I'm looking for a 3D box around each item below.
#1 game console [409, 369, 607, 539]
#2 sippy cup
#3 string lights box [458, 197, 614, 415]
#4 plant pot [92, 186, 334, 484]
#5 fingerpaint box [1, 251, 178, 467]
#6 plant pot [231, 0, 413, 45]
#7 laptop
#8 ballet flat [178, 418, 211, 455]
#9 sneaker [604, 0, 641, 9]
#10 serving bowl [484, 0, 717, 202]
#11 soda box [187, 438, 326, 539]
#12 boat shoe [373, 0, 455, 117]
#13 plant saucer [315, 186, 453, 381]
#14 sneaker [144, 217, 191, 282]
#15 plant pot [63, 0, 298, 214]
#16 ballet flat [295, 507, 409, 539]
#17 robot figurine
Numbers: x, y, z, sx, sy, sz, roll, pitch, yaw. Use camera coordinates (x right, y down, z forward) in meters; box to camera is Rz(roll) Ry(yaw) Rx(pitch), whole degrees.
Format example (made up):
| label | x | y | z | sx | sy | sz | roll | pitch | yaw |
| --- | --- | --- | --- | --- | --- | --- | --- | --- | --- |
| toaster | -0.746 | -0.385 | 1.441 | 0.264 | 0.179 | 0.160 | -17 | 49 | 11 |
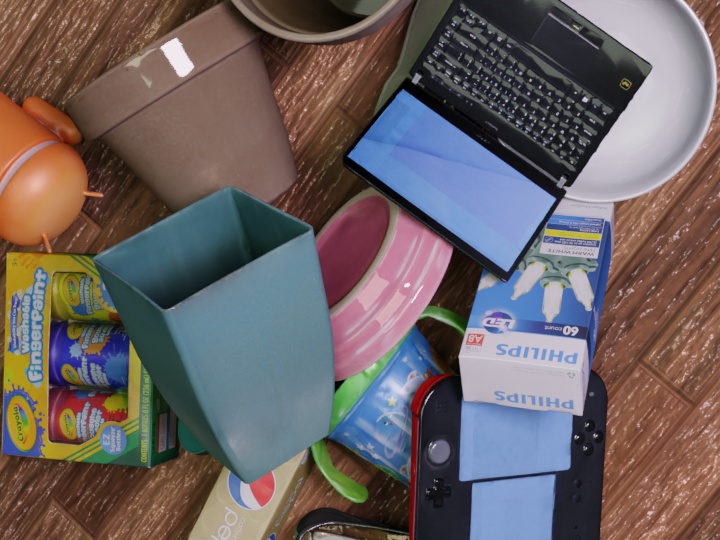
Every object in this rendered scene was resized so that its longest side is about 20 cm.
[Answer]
| label | x | y | z | sx | sy | sz | roll | pitch | yaw |
| --- | --- | --- | --- | --- | --- | --- | --- | --- | --- |
| game console | 0.131 | 0.175 | 1.146 | 0.197 | 0.031 | 0.180 | -1 | 93 | -27 |
| sippy cup | 0.043 | 0.129 | 1.192 | 0.130 | 0.140 | 0.178 | 40 | 144 | 2 |
| string lights box | 0.154 | 0.025 | 1.122 | 0.101 | 0.201 | 0.059 | 5 | 135 | 16 |
| plant pot | -0.105 | 0.062 | 1.102 | 0.141 | 0.140 | 0.202 | 27 | 141 | 51 |
| fingerpaint box | -0.266 | 0.085 | 1.305 | 0.164 | 0.073 | 0.203 | 3 | 92 | 16 |
| plant pot | -0.013 | -0.291 | 1.171 | 0.197 | 0.173 | 0.203 | 0 | 90 | 16 |
| laptop | 0.114 | -0.131 | 1.100 | 0.176 | 0.103 | 0.201 | 35 | 111 | 4 |
| ballet flat | -0.110 | 0.084 | 1.239 | 0.067 | 0.070 | 0.202 | 29 | 109 | 20 |
| sneaker | 0.176 | -0.307 | 1.156 | 0.076 | 0.092 | 0.200 | -46 | 80 | 12 |
| serving bowl | 0.212 | -0.165 | 1.153 | 0.197 | 0.066 | 0.203 | 5 | 106 | 16 |
| soda box | -0.109 | 0.230 | 1.266 | 0.067 | 0.064 | 0.202 | 29 | 98 | 14 |
| boat shoe | 0.077 | -0.203 | 1.206 | 0.060 | 0.071 | 0.203 | 26 | 86 | -29 |
| plant saucer | 0.000 | 0.000 | 1.165 | 0.051 | 0.201 | 0.201 | 35 | 103 | -24 |
| sneaker | -0.168 | -0.003 | 1.213 | 0.081 | 0.200 | 0.071 | 30 | 79 | 25 |
| plant pot | -0.148 | -0.130 | 1.221 | 0.198 | 0.200 | 0.176 | -28 | 100 | 15 |
| ballet flat | 0.028 | 0.272 | 1.223 | 0.197 | 0.068 | 0.069 | 8 | 93 | 16 |
| robot figurine | -0.355 | -0.102 | 1.306 | 0.199 | 0.144 | 0.117 | 36 | 117 | 13 |
